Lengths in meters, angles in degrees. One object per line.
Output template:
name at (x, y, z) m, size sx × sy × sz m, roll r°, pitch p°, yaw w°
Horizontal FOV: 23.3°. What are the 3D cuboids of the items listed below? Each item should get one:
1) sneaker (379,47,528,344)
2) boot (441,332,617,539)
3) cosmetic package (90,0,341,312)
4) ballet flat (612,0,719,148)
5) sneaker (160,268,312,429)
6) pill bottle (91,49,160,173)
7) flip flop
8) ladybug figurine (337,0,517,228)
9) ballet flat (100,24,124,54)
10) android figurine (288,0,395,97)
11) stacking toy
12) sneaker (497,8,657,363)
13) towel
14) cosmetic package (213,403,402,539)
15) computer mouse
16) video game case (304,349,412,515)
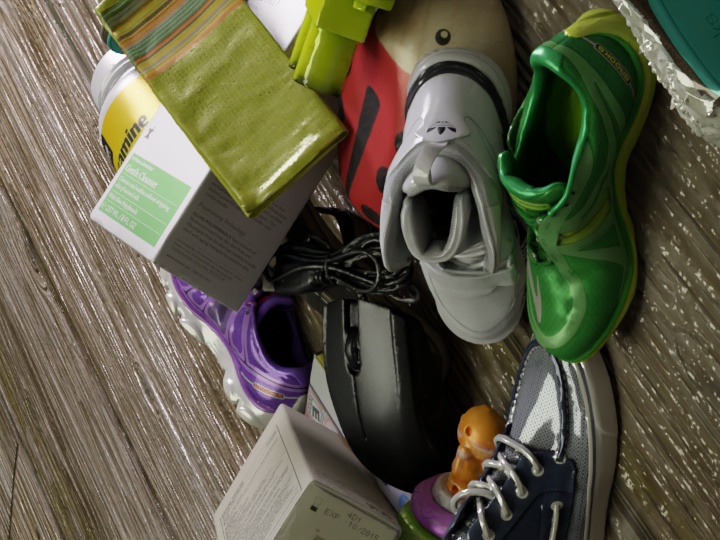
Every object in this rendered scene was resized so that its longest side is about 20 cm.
sneaker at (0.053, -0.016, 0.995) m, size 0.115 × 0.075 × 0.201 m, roll -71°, pitch -22°, yaw -50°
boot at (0.096, 0.129, 1.033) m, size 0.073 × 0.090 × 0.201 m, roll 28°, pitch 126°, yaw 57°
cosmetic package at (-0.081, -0.087, 1.181) m, size 0.107 × 0.085 × 0.201 m, roll 28°, pitch 86°, yaw 52°
ballet flat at (0.142, -0.144, 0.858) m, size 0.201 × 0.071 × 0.072 m, roll 67°, pitch 152°, yaw 21°
sneaker at (-0.088, 0.031, 1.403) m, size 0.200 × 0.080 × 0.084 m, roll 54°, pitch 129°, yaw 27°
pill bottle at (-0.139, -0.096, 1.381) m, size 0.200 × 0.112 × 0.113 m, roll 55°, pitch 146°, yaw 38°
flip flop at (0.000, 0.000, 1.216) m, size 0.200 × 0.057 × 0.081 m, roll 45°, pitch 150°, yaw 23°
ladybug figurine at (0.034, -0.096, 1.081) m, size 0.136 × 0.072 × 0.201 m, roll 56°, pitch 147°, yaw 37°
ballet flat at (-0.135, -0.239, 1.332) m, size 0.200 × 0.067 × 0.064 m, roll -35°, pitch 58°, yaw 41°
android figurine at (0.007, -0.206, 1.042) m, size 0.182 × 0.041 × 0.201 m, roll -112°, pitch 42°, yaw -76°
stacking toy at (0.059, 0.173, 1.136) m, size 0.116 × 0.109 × 0.201 m, roll 41°, pitch 125°, yaw 44°
sneaker at (0.106, -0.042, 0.943) m, size 0.074 × 0.083 × 0.201 m, roll 30°, pitch 128°, yaw 44°
towel at (-0.093, -0.130, 1.125) m, size 0.200 × 0.086 × 0.018 m, roll 52°, pitch -171°, yaw 27°
cosmetic package at (-0.040, 0.170, 1.173) m, size 0.106 × 0.071 × 0.200 m, roll -59°, pitch 12°, yaw 5°
computer mouse at (0.006, 0.074, 1.165) m, size 0.138 × 0.053 × 0.201 m, roll -4°, pitch 117°, yaw 49°
video game case at (0.001, 0.190, 1.321) m, size 0.181 × 0.025 × 0.201 m, roll 52°, pitch 144°, yaw 41°
